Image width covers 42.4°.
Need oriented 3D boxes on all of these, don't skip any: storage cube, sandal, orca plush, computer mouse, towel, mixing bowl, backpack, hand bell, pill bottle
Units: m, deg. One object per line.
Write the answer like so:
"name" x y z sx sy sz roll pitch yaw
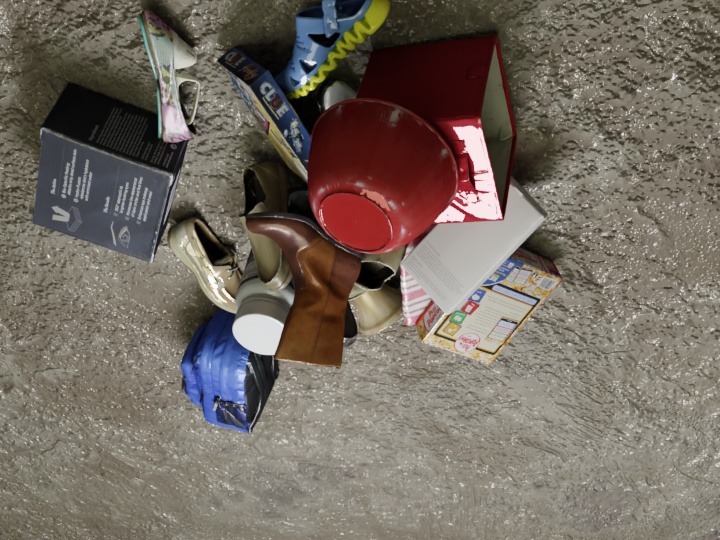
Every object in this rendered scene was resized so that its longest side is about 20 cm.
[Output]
"storage cube" 0.099 -0.181 1.222 0.176 0.202 0.173 -2 136 21
"sandal" -0.053 -0.308 1.213 0.087 0.080 0.199 38 122 -20
"orca plush" -0.009 -0.197 1.340 0.199 0.106 0.071 37 176 -38
"computer mouse" -0.031 -0.069 1.457 0.195 0.046 0.143 3 119 -4
"towel" 0.128 -0.008 1.468 0.144 0.030 0.203 -18 132 -11
"mixing bowl" 0.011 -0.094 1.131 0.196 0.109 0.202 16 142 13
"backpack" -0.237 0.170 1.666 0.164 0.164 0.202 12 137 4
"hand bell" -0.015 -0.004 1.517 0.103 0.105 0.201 -24 115 31
"pill bottle" -0.135 0.025 1.470 0.111 0.202 0.114 6 138 6

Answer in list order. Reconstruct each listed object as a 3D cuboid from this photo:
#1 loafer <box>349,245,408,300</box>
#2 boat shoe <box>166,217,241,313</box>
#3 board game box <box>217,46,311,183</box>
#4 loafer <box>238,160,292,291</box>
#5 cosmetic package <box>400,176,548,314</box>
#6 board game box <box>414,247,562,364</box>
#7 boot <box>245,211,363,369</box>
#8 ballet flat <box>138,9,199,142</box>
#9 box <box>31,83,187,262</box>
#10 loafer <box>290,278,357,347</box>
"loafer" 0.000 0.000 1.410 0.075 0.069 0.200 29 142 -16
"boat shoe" -0.238 -0.007 1.555 0.064 0.073 0.201 -19 123 29
"board game box" -0.112 -0.205 1.287 0.034 0.135 0.201 -39 127 -6
"loafer" -0.145 -0.068 1.383 0.067 0.204 0.075 6 158 -41
"cosmetic package" 0.166 -0.045 1.347 0.200 0.085 0.108 -45 81 15
"board game box" 0.203 0.050 1.480 0.150 0.047 0.201 20 121 -30
"boot" -0.095 0.027 1.324 0.185 0.204 0.068 17 173 -24
"ballet flat" -0.260 -0.271 1.294 0.070 0.070 0.203 -7 130 -8
"box" -0.379 -0.144 1.407 0.196 0.119 0.198 18 135 -9
"loafer" -0.061 0.020 1.390 0.202 0.072 0.072 56 140 12
